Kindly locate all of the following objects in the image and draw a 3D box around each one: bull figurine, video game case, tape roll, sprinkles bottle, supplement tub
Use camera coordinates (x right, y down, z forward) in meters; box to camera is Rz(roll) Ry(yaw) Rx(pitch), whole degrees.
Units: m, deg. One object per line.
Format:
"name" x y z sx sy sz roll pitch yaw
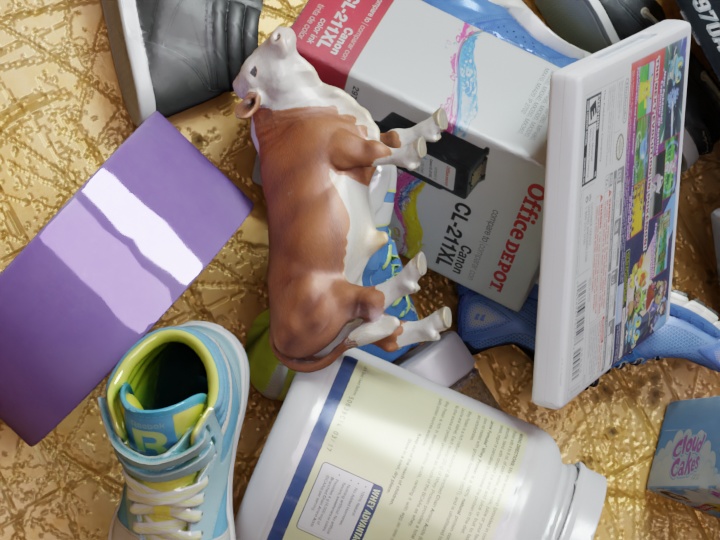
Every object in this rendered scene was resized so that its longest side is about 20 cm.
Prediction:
"bull figurine" -0.013 -0.043 1.199 0.120 0.065 0.202 -3 91 23
"video game case" 0.153 -0.038 1.249 0.023 0.182 0.202 11 110 27
"tape roll" -0.160 0.004 1.240 0.085 0.200 0.200 43 75 -7
"sprinkles bottle" 0.087 0.140 1.358 0.068 0.068 0.201 -34 93 -16
"supplement tub" 0.035 0.142 1.255 0.199 0.145 0.146 23 78 1

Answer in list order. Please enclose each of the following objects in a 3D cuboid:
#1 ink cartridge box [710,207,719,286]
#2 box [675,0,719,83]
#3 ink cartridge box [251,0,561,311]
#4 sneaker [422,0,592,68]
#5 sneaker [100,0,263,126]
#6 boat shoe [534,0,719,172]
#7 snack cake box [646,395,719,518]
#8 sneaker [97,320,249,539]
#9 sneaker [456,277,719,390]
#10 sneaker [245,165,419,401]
"ink cartridge box" 0.347 -0.012 1.406 0.199 0.083 0.147 -28 128 -17
"box" 0.263 -0.147 1.378 0.046 0.200 0.160 -28 91 16
"ink cartridge box" 0.044 -0.082 1.299 0.199 0.146 0.083 26 54 7
"sneaker" 0.101 -0.114 1.386 0.200 0.077 0.111 42 69 -2
"sneaker" -0.120 -0.201 1.347 0.098 0.071 0.202 -12 92 -18
"boat shoe" 0.184 -0.163 1.422 0.060 0.076 0.201 -40 106 -15
"snack cake box" 0.281 0.130 1.343 0.114 0.200 0.068 20 79 -12
"sneaker" -0.111 0.123 1.146 0.079 0.131 0.202 2 83 6
"sneaker" 0.156 0.046 1.392 0.198 0.079 0.090 11 88 -5
"sneaker" 0.000 0.000 1.314 0.104 0.201 0.076 2 44 -32
